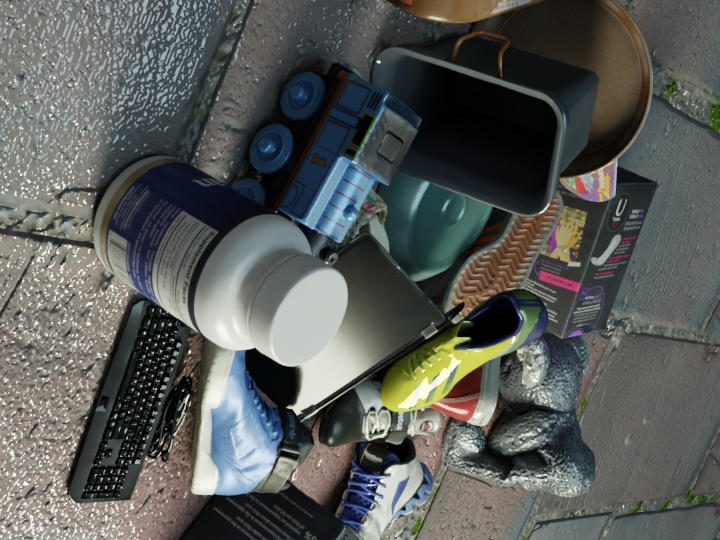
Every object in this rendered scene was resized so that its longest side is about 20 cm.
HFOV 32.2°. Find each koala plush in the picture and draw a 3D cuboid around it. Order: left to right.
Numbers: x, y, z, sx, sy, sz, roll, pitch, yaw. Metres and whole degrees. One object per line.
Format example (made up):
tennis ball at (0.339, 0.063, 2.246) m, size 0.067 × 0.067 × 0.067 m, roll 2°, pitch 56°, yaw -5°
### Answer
koala plush at (0.230, 0.171, 1.591) m, size 0.177 × 0.183 × 0.201 m, roll 6°, pitch 97°, yaw -54°

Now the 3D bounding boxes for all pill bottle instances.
pill bottle at (-0.108, -0.006, 0.977) m, size 0.111 × 0.200 × 0.111 m, roll -32°, pitch 137°, yaw -35°

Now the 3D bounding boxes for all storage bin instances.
storage bin at (0.127, -0.163, 1.191) m, size 0.134 × 0.200 × 0.146 m, roll -38°, pitch 141°, yaw -47°

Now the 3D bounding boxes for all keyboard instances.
keyboard at (-0.187, 0.122, 1.114) m, size 0.104 × 0.040 × 0.200 m, roll 4°, pitch 112°, yaw -52°

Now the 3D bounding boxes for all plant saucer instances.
plant saucer at (0.089, -0.071, 1.333) m, size 0.200 × 0.036 × 0.200 m, roll -32°, pitch 137°, yaw -36°
plant saucer at (0.199, -0.193, 1.249) m, size 0.034 × 0.200 × 0.201 m, roll -29°, pitch 137°, yaw -57°

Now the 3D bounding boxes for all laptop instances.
laptop at (-0.015, 0.052, 1.232) m, size 0.187 × 0.116 × 0.200 m, roll -34°, pitch 178°, yaw 14°

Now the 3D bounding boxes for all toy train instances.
toy train at (-0.038, -0.084, 1.088) m, size 0.087 × 0.114 × 0.200 m, roll 28°, pitch 91°, yaw -55°

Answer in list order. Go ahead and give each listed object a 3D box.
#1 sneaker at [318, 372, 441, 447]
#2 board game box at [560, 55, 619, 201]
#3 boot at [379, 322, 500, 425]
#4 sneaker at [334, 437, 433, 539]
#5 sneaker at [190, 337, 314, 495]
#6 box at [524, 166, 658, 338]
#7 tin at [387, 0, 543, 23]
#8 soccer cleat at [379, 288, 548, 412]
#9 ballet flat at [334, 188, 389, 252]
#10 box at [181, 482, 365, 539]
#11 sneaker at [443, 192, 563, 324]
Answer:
sneaker at (0.042, 0.154, 1.392) m, size 0.200 × 0.088 × 0.074 m, roll -24°, pitch 133°, yaw -40°
board game box at (0.210, -0.158, 1.330) m, size 0.039 × 0.158 × 0.200 m, roll -25°, pitch 135°, yaw -18°
boot at (0.085, 0.069, 1.402) m, size 0.072 × 0.144 × 0.200 m, roll 113°, pitch -9°, yaw -48°
sneaker at (0.004, 0.261, 1.438) m, size 0.199 × 0.080 × 0.115 m, roll -46°, pitch 140°, yaw -32°
sneaker at (-0.096, 0.131, 1.163) m, size 0.111 × 0.077 × 0.200 m, roll 4°, pitch 121°, yaw -10°
box at (0.262, -0.032, 1.521) m, size 0.122 × 0.106 × 0.201 m, roll -6°, pitch 118°, yaw -53°
tin at (0.100, -0.270, 1.133) m, size 0.200 × 0.112 × 0.042 m, roll -24°, pitch 132°, yaw -41°
soccer cleat at (0.092, 0.077, 1.237) m, size 0.200 × 0.065 × 0.084 m, roll -32°, pitch 155°, yaw 21°
ballet flat at (0.000, 0.000, 1.244) m, size 0.076 × 0.064 × 0.200 m, roll -38°, pitch 141°, yaw -31°
box at (-0.106, 0.316, 1.264) m, size 0.200 × 0.148 × 0.104 m, roll -51°, pitch 146°, yaw -11°
sneaker at (0.155, -0.011, 1.410) m, size 0.200 × 0.071 × 0.080 m, roll -51°, pitch -175°, yaw -21°
